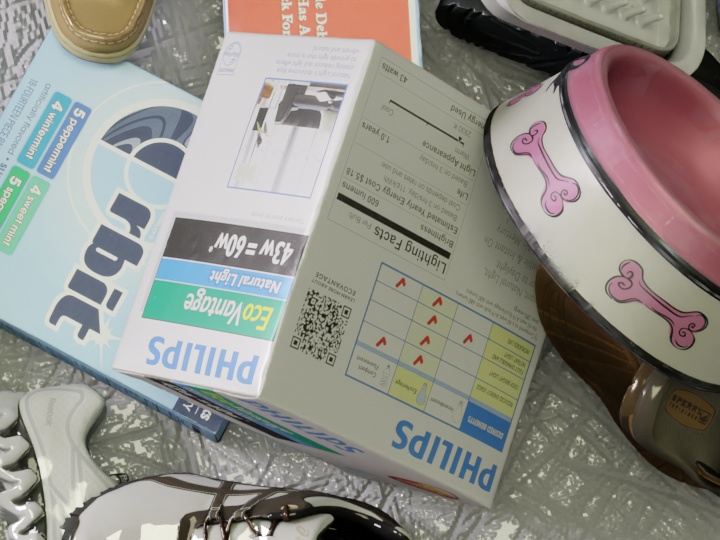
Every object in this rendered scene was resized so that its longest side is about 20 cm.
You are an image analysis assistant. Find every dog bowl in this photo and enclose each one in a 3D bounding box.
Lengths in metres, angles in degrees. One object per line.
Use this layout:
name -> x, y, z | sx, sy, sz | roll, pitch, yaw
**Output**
dog bowl -> 0.162, -0.035, 1.418 | 0.074, 0.200, 0.200 | -44, 82, 25

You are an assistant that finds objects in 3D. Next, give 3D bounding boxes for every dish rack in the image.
dish rack -> 0.122, -0.211, 1.488 | 0.171, 0.044, 0.200 | 16, 68, -40

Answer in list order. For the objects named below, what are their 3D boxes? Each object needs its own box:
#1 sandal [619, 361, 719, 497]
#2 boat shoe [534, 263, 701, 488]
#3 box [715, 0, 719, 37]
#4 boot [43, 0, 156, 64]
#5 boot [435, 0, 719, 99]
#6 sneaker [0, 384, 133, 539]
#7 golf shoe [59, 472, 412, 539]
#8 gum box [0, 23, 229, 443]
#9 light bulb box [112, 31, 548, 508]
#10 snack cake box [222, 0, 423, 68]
sandal -> 0.218, 0.089, 1.475 | 0.055, 0.200, 0.082 | 24, 88, 42
boat shoe -> 0.163, 0.040, 1.487 | 0.072, 0.200, 0.072 | 20, 66, 47
box -> 0.233, -0.247, 1.560 | 0.060, 0.117, 0.200 | -5, 82, 1
boot -> -0.129, -0.232, 1.518 | 0.073, 0.155, 0.200 | 14, 69, -11
boot -> 0.152, -0.187, 1.574 | 0.198, 0.073, 0.163 | 24, 75, 2
sneaker -> -0.160, 0.158, 1.509 | 0.081, 0.075, 0.200 | -13, 81, -12
golf shoe -> -0.064, 0.147, 1.472 | 0.200, 0.094, 0.078 | 0, 83, -19
gum box -> -0.130, -0.022, 1.551 | 0.200, 0.045, 0.170 | 28, 80, 4
light bulb box -> 0.000, 0.000, 1.461 | 0.125, 0.198, 0.200 | 8, 75, 47
snack cake box -> -0.026, -0.201, 1.573 | 0.115, 0.067, 0.200 | -2, 80, -3
